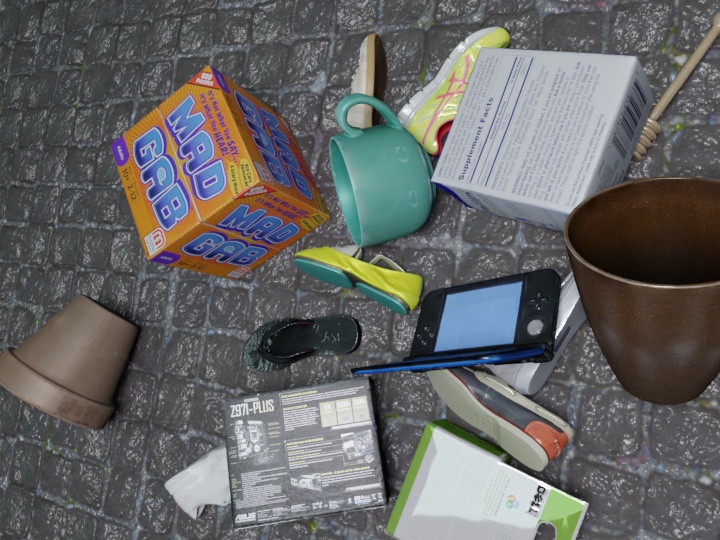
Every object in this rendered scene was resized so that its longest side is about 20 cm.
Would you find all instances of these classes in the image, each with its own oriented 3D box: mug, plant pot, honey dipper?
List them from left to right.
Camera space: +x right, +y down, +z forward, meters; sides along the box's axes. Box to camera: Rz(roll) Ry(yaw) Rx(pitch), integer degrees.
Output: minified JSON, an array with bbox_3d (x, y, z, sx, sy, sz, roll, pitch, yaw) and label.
[{"bbox_3d":[-0.468,0.140,0.982,0.200,0.200,0.175,25,76,26],"label":"plant pot"},{"bbox_3d":[0.033,-0.126,0.780,0.114,0.185,0.152,-15,61,-8],"label":"mug"},{"bbox_3d":[0.314,0.036,0.608,0.186,0.200,0.187,-12,34,8],"label":"plant pot"},{"bbox_3d":[0.381,-0.226,0.715,0.038,0.038,0.200,36,96,26],"label":"honey dipper"}]

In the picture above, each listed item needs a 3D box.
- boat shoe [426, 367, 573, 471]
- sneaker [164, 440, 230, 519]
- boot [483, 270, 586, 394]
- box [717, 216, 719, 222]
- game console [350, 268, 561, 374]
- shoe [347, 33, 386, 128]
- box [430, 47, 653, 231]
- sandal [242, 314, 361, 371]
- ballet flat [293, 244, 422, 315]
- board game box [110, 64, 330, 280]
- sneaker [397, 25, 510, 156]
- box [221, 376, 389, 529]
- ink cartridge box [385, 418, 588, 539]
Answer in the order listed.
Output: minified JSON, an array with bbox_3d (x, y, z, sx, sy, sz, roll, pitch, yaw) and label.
[{"bbox_3d":[0.165,0.163,0.736,0.063,0.071,0.200,-35,47,-24],"label":"boat shoe"},{"bbox_3d":[-0.194,0.304,0.886,0.200,0.075,0.089,-34,86,16],"label":"sneaker"},{"bbox_3d":[0.219,0.046,0.727,0.095,0.074,0.200,32,85,39],"label":"boot"},{"bbox_3d":[0.502,-0.088,0.601,0.200,0.097,0.176,25,92,26],"label":"box"},{"bbox_3d":[0.111,0.060,0.686,0.200,0.118,0.171,-13,48,42],"label":"game console"},{"bbox_3d":[0.002,-0.255,0.879,0.053,0.070,0.201,3,85,17],"label":"shoe"},{"bbox_3d":[0.218,-0.158,0.722,0.200,0.105,0.184,22,91,38],"label":"box"},{"bbox_3d":[-0.097,0.102,0.877,0.200,0.048,0.076,-15,75,22],"label":"sandal"},{"bbox_3d":[0.000,0.000,0.848,0.200,0.067,0.067,22,70,24],"label":"ballet flat"},{"bbox_3d":[-0.205,-0.131,0.883,0.200,0.200,0.200,-32,70,17],"label":"board game box"},{"bbox_3d":[0.142,-0.242,0.816,0.200,0.078,0.090,-47,74,17],"label":"sneaker"},{"bbox_3d":[-0.071,0.238,0.786,0.199,0.086,0.164,-10,77,2],"label":"box"},{"bbox_3d":[0.152,0.292,0.713,0.200,0.076,0.148,22,90,25],"label":"ink cartridge box"}]
